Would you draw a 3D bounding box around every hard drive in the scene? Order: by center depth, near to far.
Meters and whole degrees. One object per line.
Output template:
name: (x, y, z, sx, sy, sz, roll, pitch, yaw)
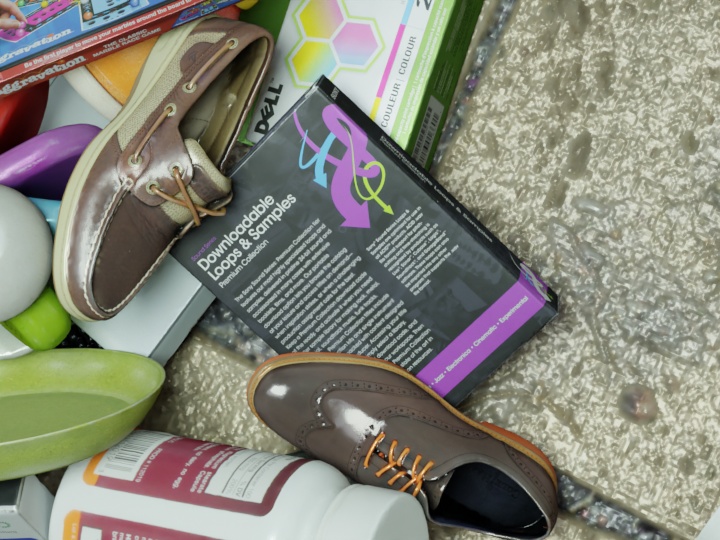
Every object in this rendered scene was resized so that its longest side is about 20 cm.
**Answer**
hard drive: (-0.169, -0.039, 1.228, 0.200, 0.027, 0.132, 38, 93, 24)

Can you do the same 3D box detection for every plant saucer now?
plant saucer: (-0.212, 0.087, 1.113, 0.199, 0.200, 0.031, -2, 103, 15)

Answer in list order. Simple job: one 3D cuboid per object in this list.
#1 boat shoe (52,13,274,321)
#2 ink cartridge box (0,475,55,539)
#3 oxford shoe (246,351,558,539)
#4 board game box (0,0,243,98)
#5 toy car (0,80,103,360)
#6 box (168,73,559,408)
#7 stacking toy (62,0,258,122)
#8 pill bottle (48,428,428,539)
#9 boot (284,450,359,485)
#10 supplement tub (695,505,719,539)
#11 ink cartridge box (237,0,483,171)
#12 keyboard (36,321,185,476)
boat shoe: (-0.108, -0.059, 1.091, 0.072, 0.072, 0.200, 15, 70, 38)
ink cartridge box: (-0.212, 0.175, 1.158, 0.094, 0.200, 0.037, -2, 57, 15)
oxford shoe: (0.028, 0.104, 1.112, 0.199, 0.073, 0.071, 20, 104, -5)
board game box: (-0.150, -0.175, 1.102, 0.199, 0.019, 0.103, -22, 65, -2)
toy car: (-0.223, -0.050, 1.146, 0.150, 0.175, 0.200, -39, 81, -12)
box: (0.000, 0.000, 1.139, 0.200, 0.036, 0.143, 43, 110, -10)
stacking toy: (-0.100, -0.191, 1.162, 0.200, 0.146, 0.146, -31, 77, 15)
pill bottle: (-0.069, 0.160, 1.096, 0.199, 0.114, 0.115, 8, 86, 26)
boot: (-0.063, 0.183, 1.184, 0.199, 0.068, 0.131, -7, 71, 14)
supplement tub: (0.299, 0.168, 1.036, 0.200, 0.145, 0.145, 40, 95, 16)
ink cartridge box: (-0.040, -0.144, 1.196, 0.199, 0.076, 0.148, 18, 89, 15)
keyboard: (-0.205, 0.071, 1.237, 0.200, 0.040, 0.104, -34, 76, 10)
